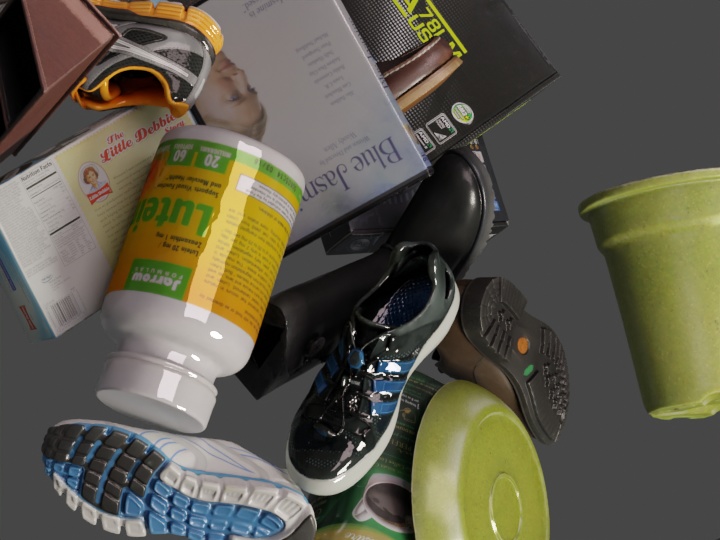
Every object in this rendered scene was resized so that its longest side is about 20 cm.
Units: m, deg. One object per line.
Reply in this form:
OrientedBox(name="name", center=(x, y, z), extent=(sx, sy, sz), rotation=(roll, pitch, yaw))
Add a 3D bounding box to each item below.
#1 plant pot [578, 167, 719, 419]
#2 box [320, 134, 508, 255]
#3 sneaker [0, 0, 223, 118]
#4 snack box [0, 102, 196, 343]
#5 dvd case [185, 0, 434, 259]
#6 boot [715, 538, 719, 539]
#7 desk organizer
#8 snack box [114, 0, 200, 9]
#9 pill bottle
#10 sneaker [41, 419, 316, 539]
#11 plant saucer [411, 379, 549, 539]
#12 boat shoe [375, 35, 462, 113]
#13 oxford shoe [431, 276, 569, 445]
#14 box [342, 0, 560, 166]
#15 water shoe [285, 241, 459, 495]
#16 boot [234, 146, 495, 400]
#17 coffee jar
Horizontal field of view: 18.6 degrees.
OrientedBox(name="plant pot", center=(0.291, 0.025, 1.815), extent=(0.200, 0.200, 0.184), rotation=(0, 78, -33))
OrientedBox(name="box", center=(0.021, -0.114, 1.789), extent=(0.160, 0.044, 0.200), rotation=(-3, 69, -34))
OrientedBox(name="sneaker", center=(-0.204, -0.156, 1.603), extent=(0.200, 0.078, 0.077), rotation=(3, 62, 11))
OrientedBox(name="snack box", center=(-0.187, -0.045, 1.607), extent=(0.200, 0.037, 0.116), rotation=(-35, 106, -39))
OrientedBox(name="dvd case", center=(-0.053, -0.126, 1.640), extent=(0.200, 0.143, 0.018), rotation=(61, 17, 0))
OrientedBox(name="boot", center=(0.274, 0.310, 1.723), extent=(0.198, 0.073, 0.163), rotation=(-21, 82, -38))
OrientedBox(name="desk organizer", center=(-0.252, -0.126, 1.522), extent=(0.072, 0.200, 0.077), rotation=(47, 53, -4))
OrientedBox(name="snack box", center=(-0.196, -0.220, 1.697), extent=(0.200, 0.037, 0.116), rotation=(33, 55, -14))
OrientedBox(name="pill bottle", center=(-0.119, 0.008, 1.560), extent=(0.111, 0.111, 0.200), rotation=(24, 70, -20))
OrientedBox(name="sneaker", center=(-0.130, 0.147, 1.557), extent=(0.200, 0.075, 0.087), rotation=(21, 21, -12))
OrientedBox(name="plant saucer", center=(0.097, 0.179, 1.633), extent=(0.200, 0.031, 0.200), rotation=(26, 60, -57))
OrientedBox(name="boat shoe", center=(-0.018, -0.124, 1.675), extent=(0.070, 0.200, 0.070), rotation=(55, 14, -2))
OrientedBox(name="oxford shoe", center=(0.105, 0.068, 1.713), extent=(0.200, 0.084, 0.073), rotation=(55, 48, -42))
OrientedBox(name="box", center=(0.040, -0.190, 1.781), extent=(0.193, 0.048, 0.200), rotation=(-35, 89, -36))
OrientedBox(name="water shoe", center=(0.000, 0.065, 1.570), extent=(0.071, 0.079, 0.200), rotation=(18, 63, 26))
OrientedBox(name="boot", center=(0.000, 0.001, 1.649), extent=(0.200, 0.165, 0.066), rotation=(-20, 50, -37))
OrientedBox(name="coffee jar", center=(0.008, 0.170, 1.610), extent=(0.104, 0.085, 0.200), rotation=(24, 55, -19))
